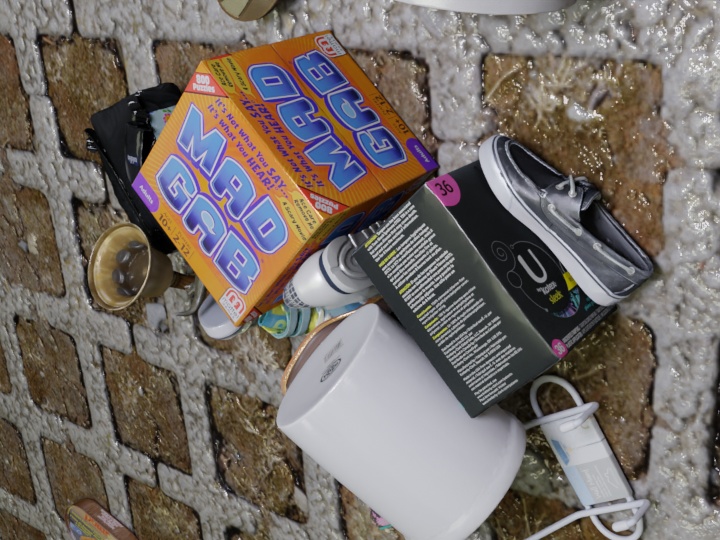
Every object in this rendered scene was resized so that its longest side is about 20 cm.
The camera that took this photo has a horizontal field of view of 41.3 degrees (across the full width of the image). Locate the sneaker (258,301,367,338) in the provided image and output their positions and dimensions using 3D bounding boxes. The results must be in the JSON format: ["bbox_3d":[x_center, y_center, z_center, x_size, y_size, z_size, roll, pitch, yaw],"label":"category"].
[{"bbox_3d":[-0.046,0.066,1.124,0.200,0.130,0.080,45,131,13],"label":"sneaker"}]

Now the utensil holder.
[{"bbox_3d":[0.038,0.157,0.965,0.200,0.171,0.170,41,135,-13],"label":"utensil holder"}]

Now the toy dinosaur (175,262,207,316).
[{"bbox_3d":[-0.167,-0.024,1.133,0.077,0.200,0.102,46,133,2],"label":"toy dinosaur"}]

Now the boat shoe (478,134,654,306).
[{"bbox_3d":[0.196,-0.059,0.901,0.200,0.072,0.068,51,135,6],"label":"boat shoe"}]

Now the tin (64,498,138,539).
[{"bbox_3d":[-0.463,0.493,1.739,0.199,0.042,0.113,30,130,27],"label":"tin"}]

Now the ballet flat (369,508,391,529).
[{"bbox_3d":[0.071,0.271,1.165,0.199,0.069,0.072,-25,91,48],"label":"ballet flat"}]

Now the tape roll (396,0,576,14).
[{"bbox_3d":[0.092,-0.304,0.787,0.202,0.202,0.140,23,124,31],"label":"tape roll"}]

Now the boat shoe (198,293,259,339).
[{"bbox_3d":[-0.148,0.043,1.180,0.073,0.200,0.066,-18,112,11],"label":"boat shoe"}]

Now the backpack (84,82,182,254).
[{"bbox_3d":[-0.245,-0.125,1.208,0.166,0.126,0.202,-7,107,56],"label":"backpack"}]

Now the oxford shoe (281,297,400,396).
[{"bbox_3d":[-0.005,0.085,1.060,0.200,0.073,0.071,-40,110,3],"label":"oxford shoe"}]

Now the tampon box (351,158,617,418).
[{"bbox_3d":[0.122,0.009,0.936,0.201,0.150,0.126,54,129,7],"label":"tampon box"}]

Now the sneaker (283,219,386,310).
[{"bbox_3d":[0.000,0.000,1.006,0.080,0.199,0.077,-36,73,31],"label":"sneaker"}]

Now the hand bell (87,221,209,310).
[{"bbox_3d":[-0.230,0.011,1.198,0.103,0.199,0.105,-7,77,32],"label":"hand bell"}]

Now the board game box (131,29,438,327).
[{"bbox_3d":[-0.083,-0.102,1.029,0.200,0.199,0.200,52,133,9],"label":"board game box"}]

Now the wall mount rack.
[{"bbox_3d":[0.205,0.221,1.020,0.173,0.074,0.201,-29,89,46],"label":"wall mount rack"}]

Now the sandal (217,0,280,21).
[{"bbox_3d":[-0.085,-0.354,1.023,0.080,0.054,0.201,39,116,12],"label":"sandal"}]
